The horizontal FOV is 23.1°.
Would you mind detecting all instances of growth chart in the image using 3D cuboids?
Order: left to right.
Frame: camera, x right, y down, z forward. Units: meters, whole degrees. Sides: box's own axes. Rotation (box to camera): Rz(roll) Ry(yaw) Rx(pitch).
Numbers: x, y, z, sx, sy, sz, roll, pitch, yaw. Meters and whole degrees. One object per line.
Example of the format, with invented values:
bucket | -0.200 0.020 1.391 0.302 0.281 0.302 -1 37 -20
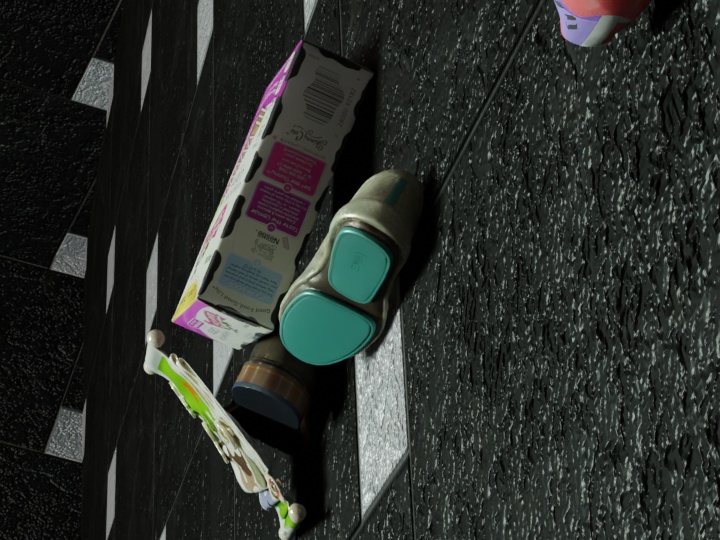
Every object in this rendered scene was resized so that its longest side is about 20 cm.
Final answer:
growth chart | -0.106 0.127 1.350 0.200 0.018 0.145 49 164 14

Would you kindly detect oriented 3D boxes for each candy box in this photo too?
candy box | -0.065 -0.050 1.263 0.136 0.061 0.201 147 145 -74

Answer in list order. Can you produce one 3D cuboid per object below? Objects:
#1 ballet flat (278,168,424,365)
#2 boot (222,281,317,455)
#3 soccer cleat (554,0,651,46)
ballet flat | 0.000 0.000 1.128 0.062 0.067 0.200 -61 3 -30
boot | -0.053 0.077 1.335 0.200 0.075 0.097 114 180 -72
soccer cleat | 0.093 -0.191 0.749 0.073 0.068 0.201 110 158 -61
